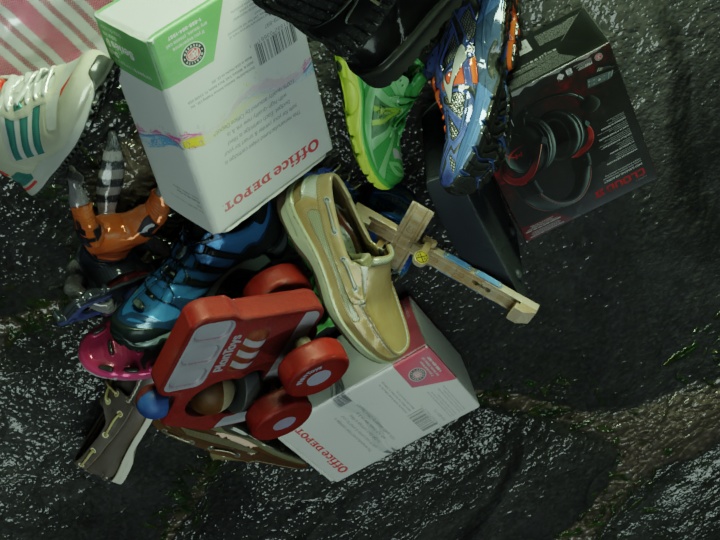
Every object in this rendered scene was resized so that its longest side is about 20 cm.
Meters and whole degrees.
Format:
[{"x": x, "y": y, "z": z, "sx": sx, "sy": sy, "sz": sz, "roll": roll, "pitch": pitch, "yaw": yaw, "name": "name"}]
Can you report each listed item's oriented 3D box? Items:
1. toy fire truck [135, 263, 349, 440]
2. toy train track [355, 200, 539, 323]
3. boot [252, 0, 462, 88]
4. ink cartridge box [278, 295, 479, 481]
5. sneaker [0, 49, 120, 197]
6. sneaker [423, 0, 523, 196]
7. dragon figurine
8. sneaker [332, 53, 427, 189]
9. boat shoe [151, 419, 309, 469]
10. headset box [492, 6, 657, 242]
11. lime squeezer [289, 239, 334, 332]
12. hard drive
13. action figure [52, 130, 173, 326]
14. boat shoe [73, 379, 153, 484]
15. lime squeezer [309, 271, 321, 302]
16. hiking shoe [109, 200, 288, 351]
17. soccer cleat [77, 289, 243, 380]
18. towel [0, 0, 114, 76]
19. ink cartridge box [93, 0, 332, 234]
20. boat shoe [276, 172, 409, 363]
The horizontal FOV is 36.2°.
[{"x": -0.121, "y": 0.085, "z": 1.025, "sx": 0.168, "sy": 0.112, "sz": 0.200, "roll": -5, "pitch": 146, "yaw": -37, "name": "toy fire truck"}, {"x": 0.074, "y": 0.000, "z": 1.048, "sx": 0.200, "sy": 0.033, "sz": 0.115, "roll": 29, "pitch": 148, "yaw": 1, "name": "toy train track"}, {"x": 0.020, "y": -0.261, "z": 0.866, "sx": 0.158, "sy": 0.079, "sz": 0.211, "roll": 33, "pitch": 91, "yaw": -46, "name": "boot"}, {"x": 0.012, "y": 0.139, "z": 1.254, "sx": 0.200, "sy": 0.083, "sz": 0.147, "roll": -30, "pitch": 136, "yaw": 12, "name": "ink cartridge box"}, {"x": -0.272, "y": -0.132, "z": 0.906, "sx": 0.093, "sy": 0.070, "sz": 0.200, "roll": 32, "pitch": 147, "yaw": -19, "name": "sneaker"}, {"x": 0.093, "y": -0.159, "z": 0.970, "sx": 0.078, "sy": 0.201, "sz": 0.075, "roll": 2, "pitch": 160, "yaw": 25, "name": "sneaker"}, {"x": 0.030, "y": -0.047, "z": 1.118, "sx": 0.200, "sy": 0.059, "sz": 0.100, "roll": 11, "pitch": 127, "yaw": -21, "name": "dragon figurine"}, {"x": 0.024, "y": -0.156, "z": 1.012, "sx": 0.083, "sy": 0.074, "sz": 0.200, "roll": -10, "pitch": 132, "yaw": 0, "name": "sneaker"}, {"x": -0.150, "y": 0.182, "z": 1.270, "sx": 0.200, "sy": 0.076, "sz": 0.074, "roll": 28, "pitch": 124, "yaw": -23, "name": "boat shoe"}, {"x": 0.192, "y": -0.131, "z": 1.075, "sx": 0.148, "sy": 0.075, "sz": 0.200, "roll": -26, "pitch": 131, "yaw": 8, "name": "headset box"}, {"x": -0.051, "y": 0.023, "z": 1.183, "sx": 0.070, "sy": 0.038, "sz": 0.200, "roll": 13, "pitch": 135, "yaw": 17, "name": "lime squeezer"}, {"x": 0.112, "y": -0.061, "z": 1.081, "sx": 0.042, "sy": 0.135, "sz": 0.200, "roll": -18, "pitch": 133, "yaw": 17, "name": "hard drive"}, {"x": -0.217, "y": -0.034, "z": 1.069, "sx": 0.200, "sy": 0.105, "sz": 0.194, "roll": -18, "pitch": 147, "yaw": -38, "name": "action figure"}, {"x": -0.260, "y": 0.152, "z": 1.211, "sx": 0.059, "sy": 0.072, "sz": 0.200, "roll": 19, "pitch": 121, "yaw": -16, "name": "boat shoe"}, {"x": -0.067, "y": 0.055, "z": 1.135, "sx": 0.038, "sy": 0.071, "sz": 0.200, "roll": 23, "pitch": 122, "yaw": 6, "name": "lime squeezer"}, {"x": -0.158, "y": -0.010, "z": 1.019, "sx": 0.200, "sy": 0.074, "sz": 0.087, "roll": -42, "pitch": 141, "yaw": -26, "name": "hiking shoe"}, {"x": -0.190, "y": 0.074, "z": 1.140, "sx": 0.200, "sy": 0.070, "sz": 0.086, "roll": -15, "pitch": 167, "yaw": -17, "name": "soccer cleat"}, {"x": -0.261, "y": -0.220, "z": 0.914, "sx": 0.200, "sy": 0.030, "sz": 0.146, "roll": -35, "pitch": 129, "yaw": 17, "name": "towel"}, {"x": -0.117, "y": -0.154, "z": 0.930, "sx": 0.145, "sy": 0.087, "sz": 0.200, "roll": -39, "pitch": 137, "yaw": -25, "name": "ink cartridge box"}, {"x": 0.000, "y": 0.000, "z": 1.021, "sx": 0.076, "sy": 0.072, "sz": 0.200, "roll": -18, "pitch": 115, "yaw": 35, "name": "boat shoe"}]
